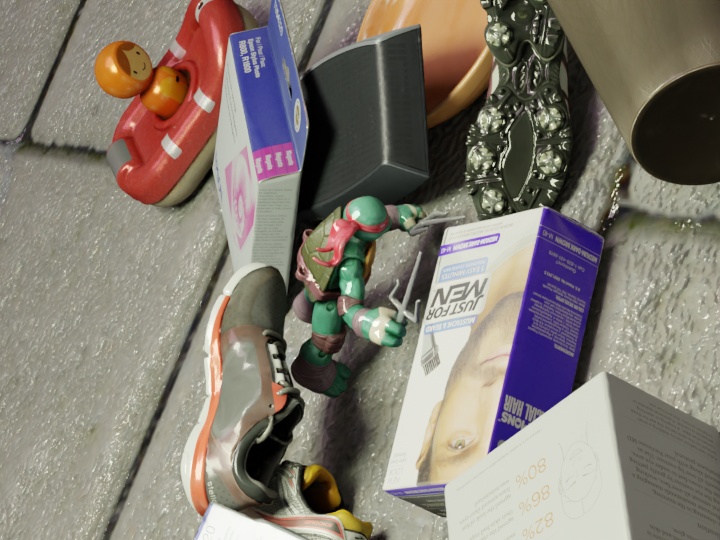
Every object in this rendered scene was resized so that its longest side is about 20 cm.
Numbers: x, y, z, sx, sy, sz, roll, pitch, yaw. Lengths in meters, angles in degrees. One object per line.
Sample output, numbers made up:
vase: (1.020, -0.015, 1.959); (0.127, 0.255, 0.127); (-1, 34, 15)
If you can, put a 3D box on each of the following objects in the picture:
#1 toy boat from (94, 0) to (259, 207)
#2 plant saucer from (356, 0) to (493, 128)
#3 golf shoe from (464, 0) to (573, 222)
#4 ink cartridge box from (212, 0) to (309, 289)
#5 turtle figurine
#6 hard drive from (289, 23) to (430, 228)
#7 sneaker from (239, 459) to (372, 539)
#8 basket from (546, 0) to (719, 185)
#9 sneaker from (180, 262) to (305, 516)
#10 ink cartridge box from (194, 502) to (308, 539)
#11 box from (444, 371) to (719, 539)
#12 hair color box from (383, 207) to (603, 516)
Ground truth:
toy boat: (-0.178, -0.165, 2.237); (0.200, 0.131, 0.131); (-54, 33, 16)
plant saucer: (0.069, -0.195, 1.987); (0.200, 0.037, 0.200); (-36, 40, 37)
golf shoe: (0.125, -0.121, 1.828); (0.077, 0.088, 0.200); (5, 89, 16)
ink cartridge box: (-0.084, -0.099, 2.048); (0.197, 0.043, 0.200); (-104, 16, -48)
turtle figurine: (0.000, 0.000, 1.864); (0.200, 0.101, 0.150); (-59, 6, 50)
hard drive: (-0.007, -0.110, 1.965); (0.200, 0.042, 0.135); (157, 113, -63)
sneaker: (-0.052, 0.176, 1.868); (0.082, 0.078, 0.200); (-56, 41, 4)
basket: (0.212, -0.167, 1.670); (0.180, 0.136, 0.200); (-47, 39, 32)
sneaker: (-0.069, 0.089, 1.849); (0.082, 0.077, 0.200); (-4, 66, 32)
ink cartridge box: (-0.058, 0.285, 1.737); (0.200, 0.043, 0.197); (20, 84, 36)
box: (0.145, 0.193, 1.521); (0.152, 0.106, 0.200); (-39, 39, 34)
hair color box: (0.092, 0.064, 1.723); (0.109, 0.065, 0.200); (-13, 59, 52)
